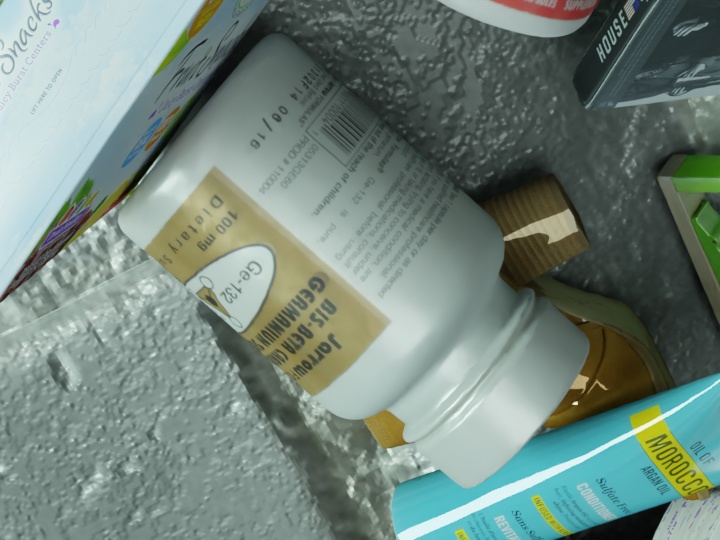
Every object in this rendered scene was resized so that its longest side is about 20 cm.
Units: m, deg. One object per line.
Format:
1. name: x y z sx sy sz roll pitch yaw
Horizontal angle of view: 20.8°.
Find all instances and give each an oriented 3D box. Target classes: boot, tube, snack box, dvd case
1. boot: 0.076 0.059 0.982 0.143 0.071 0.202 -29 109 11
2. tube: 0.111 0.097 0.942 0.199 0.051 0.077 -22 140 24
3. snack box: -0.098 -0.090 0.789 0.068 0.200 0.169 36 106 -3
4. dvd case: 0.208 -0.128 0.864 0.198 0.025 0.151 -10 156 -21

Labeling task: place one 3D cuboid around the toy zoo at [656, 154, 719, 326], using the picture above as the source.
1. toy zoo: 0.248 0.001 0.930 0.020 0.199 0.132 -49 126 -32

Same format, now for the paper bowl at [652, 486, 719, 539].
1. paper bowl: 0.251 0.183 1.015 0.199 0.104 0.203 0 89 -25

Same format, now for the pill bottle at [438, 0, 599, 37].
1. pill bottle: 0.088 -0.208 0.801 0.113 0.114 0.201 17 121 -19

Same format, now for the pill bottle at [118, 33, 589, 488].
1. pill bottle: 0.000 0.000 0.875 0.200 0.114 0.114 41 105 -5
